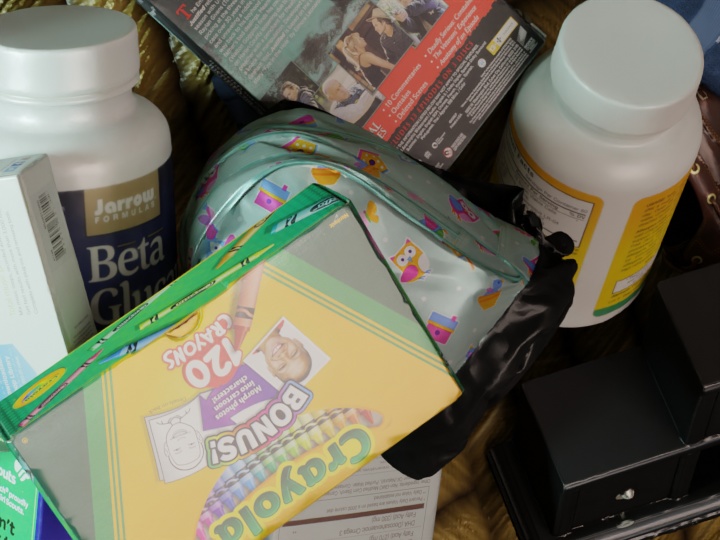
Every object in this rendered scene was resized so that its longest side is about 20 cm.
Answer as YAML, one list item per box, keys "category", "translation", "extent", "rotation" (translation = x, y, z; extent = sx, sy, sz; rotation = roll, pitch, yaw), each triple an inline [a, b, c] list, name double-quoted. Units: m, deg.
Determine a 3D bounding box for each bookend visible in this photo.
- category: "bookend"
  translation: [0.191, 0.083, 1.501]
  extent: [0.198, 0.093, 0.200]
  rotation: [-16, 152, -10]

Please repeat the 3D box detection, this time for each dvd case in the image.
- category: "dvd case"
  translation: [-0.009, -0.140, 1.354]
  extent: [0.200, 0.022, 0.146]
  rotation: [41, 76, -16]

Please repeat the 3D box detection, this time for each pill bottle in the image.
- category: "pill bottle"
  translation: [-0.151, -0.030, 1.259]
  extent: [0.110, 0.111, 0.201]
  rotation: [-14, 116, -27]
- category: "pill bottle"
  translation: [0.137, -0.065, 1.427]
  extent: [0.112, 0.113, 0.200]
  rotation: [-23, 151, -23]

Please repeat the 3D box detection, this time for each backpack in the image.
- category: "backpack"
  translation: [0.000, 0.000, 1.291]
  extent: [0.200, 0.127, 0.167]
  rotation: [36, 99, -11]

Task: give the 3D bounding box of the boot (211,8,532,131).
- category: "boot"
  translation: [0.012, -0.123, 1.402]
  extent: [0.200, 0.073, 0.091]
  rotation: [-36, 108, -25]

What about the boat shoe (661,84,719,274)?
- category: "boat shoe"
  translation: [0.219, -0.032, 1.568]
  extent: [0.070, 0.070, 0.201]
  rotation: [-33, 115, -31]

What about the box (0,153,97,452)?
- category: "box"
  translation: [-0.229, 0.024, 1.230]
  extent: [0.036, 0.199, 0.145]
  rotation: [-43, 123, -58]

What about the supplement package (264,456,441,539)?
- category: "supplement package"
  translation: [-0.032, 0.141, 1.452]
  extent: [0.117, 0.117, 0.201]
  rotation: [-4, 112, -31]

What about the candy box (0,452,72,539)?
- category: "candy box"
  translation: [-0.138, 0.161, 1.349]
  extent: [0.169, 0.077, 0.201]
  rotation: [-14, 116, -44]

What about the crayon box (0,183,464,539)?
- category: "crayon box"
  translation: [-0.064, 0.064, 1.183]
  extent: [0.200, 0.058, 0.119]
  rotation: [-35, 111, -9]

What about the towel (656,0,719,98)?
- category: "towel"
  translation: [0.220, -0.173, 1.471]
  extent: [0.200, 0.048, 0.112]
  rotation: [31, 88, -37]
